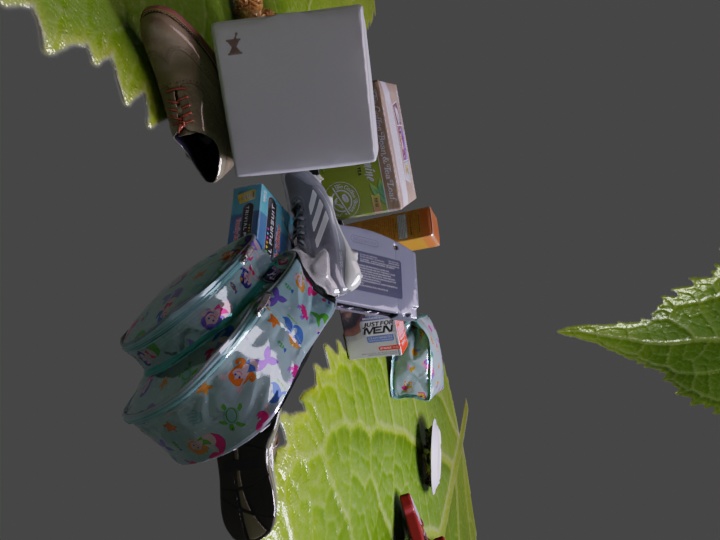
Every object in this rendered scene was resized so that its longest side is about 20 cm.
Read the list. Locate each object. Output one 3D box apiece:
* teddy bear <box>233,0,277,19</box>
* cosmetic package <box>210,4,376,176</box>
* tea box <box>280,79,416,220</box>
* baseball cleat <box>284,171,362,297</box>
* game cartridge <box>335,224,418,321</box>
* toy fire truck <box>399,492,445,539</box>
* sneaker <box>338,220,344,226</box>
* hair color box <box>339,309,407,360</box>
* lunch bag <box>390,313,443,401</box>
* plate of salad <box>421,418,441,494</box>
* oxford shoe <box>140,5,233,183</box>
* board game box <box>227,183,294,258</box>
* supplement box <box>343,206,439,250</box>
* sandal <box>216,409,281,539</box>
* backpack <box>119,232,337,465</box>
[{"bbox_3d":[-0.144,-0.324,0.847,0.145,0.066,0.201,53,33,-49],"label":"teddy bear"},{"bbox_3d":[-0.067,-0.217,0.705,0.200,0.167,0.167,-81,165,-74],"label":"cosmetic package"},{"bbox_3d":[-0.026,-0.193,0.945,0.134,0.196,0.201,-43,123,-69],"label":"tea box"},{"bbox_3d":[-0.073,-0.053,0.791,0.106,0.070,0.200,-25,79,-32],"label":"baseball cleat"},{"bbox_3d":[0.000,0.000,0.879,0.199,0.042,0.134,13,58,-28],"label":"game cartridge"},{"bbox_3d":[0.141,0.619,1.280,0.168,0.112,0.200,-106,175,-50],"label":"toy fire truck"},{"bbox_3d":[-0.031,-0.003,0.991,0.201,0.075,0.116,-107,179,-53],"label":"sneaker"},{"bbox_3d":[0.017,0.067,1.107,0.064,0.110,0.201,-35,114,-71],"label":"hair color box"},{"bbox_3d":[0.141,0.211,1.416,0.170,0.121,0.201,3,85,-71],"label":"lunch bag"},{"bbox_3d":[0.195,0.512,1.568,0.200,0.048,0.201,0,90,-78],"label":"plate of salad"},{"bbox_3d":[-0.190,-0.191,0.641,0.075,0.070,0.200,-77,153,-43],"label":"oxford shoe"},{"bbox_3d":[-0.119,-0.005,0.817,0.200,0.047,0.152,52,35,-58],"label":"board game box"},{"bbox_3d":[0.052,-0.069,1.129,0.067,0.199,0.069,40,42,-64],"label":"supplement box"},{"bbox_3d":[-0.131,0.207,0.665,0.057,0.079,0.202,78,13,-82],"label":"sandal"},{"bbox_3d":[-0.132,0.074,0.541,0.151,0.177,0.200,47,37,-24],"label":"backpack"}]
